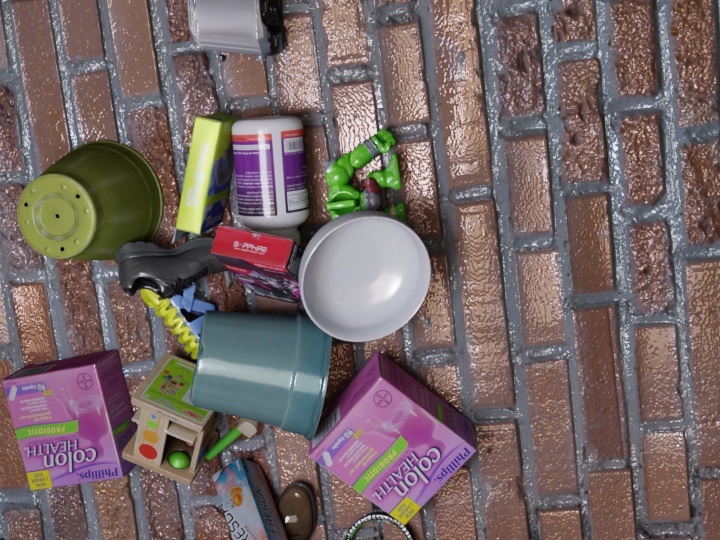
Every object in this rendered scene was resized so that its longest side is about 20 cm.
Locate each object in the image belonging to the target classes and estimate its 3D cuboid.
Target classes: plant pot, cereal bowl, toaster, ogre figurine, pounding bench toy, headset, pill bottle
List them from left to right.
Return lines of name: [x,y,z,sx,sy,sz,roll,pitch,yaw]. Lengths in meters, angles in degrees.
plant pot: [-0.440,-0.097,1.653,0.199,0.193,0.202,2,102,10]
pounding bench toy: [-0.268,0.262,1.710,0.199,0.124,0.157,21,125,6]
toaster: [-0.188,-0.419,1.585,0.128,0.114,0.202,2,103,12]
plant pot: [-0.158,0.149,1.621,0.195,0.200,0.202,10,103,-9]
pill bottle: [-0.139,-0.138,1.631,0.112,0.112,0.202,-1,101,11]
cereal bowl: [0.000,0.000,1.561,0.199,0.083,0.201,-6,114,-13]
ogre figurine: [0.007,-0.110,1.619,0.119,0.098,0.201,-7,112,0]
headset: [0.026,0.507,1.762,0.123,0.094,0.201,14,88,11]

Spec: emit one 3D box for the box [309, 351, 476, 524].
box: [0.049,0.266,1.655,0.200,0.097,0.176,38,105,-14]

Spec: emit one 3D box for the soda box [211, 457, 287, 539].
soda box: [-0.174,0.413,1.718,0.063,0.068,0.201,-35,57,14]

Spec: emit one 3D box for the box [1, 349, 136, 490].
box: [-0.488,0.254,1.781,0.175,0.097,0.201,-10,100,12]

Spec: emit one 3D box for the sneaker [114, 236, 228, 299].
sneaker: [-0.290,0.003,1.670,0.198,0.091,0.076,-7,145,-6]

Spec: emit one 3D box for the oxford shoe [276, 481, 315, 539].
oxford shoe: [-0.124,0.454,1.761,0.072,0.084,0.201,16,102,9]

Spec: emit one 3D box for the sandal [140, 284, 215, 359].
sandal: [-0.269,0.084,1.721,0.087,0.079,0.200,-41,105,-22]

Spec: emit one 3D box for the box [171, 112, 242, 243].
box: [-0.240,-0.143,1.643,0.047,0.122,0.201,15,103,6]

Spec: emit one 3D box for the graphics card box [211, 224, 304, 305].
graphics card box: [-0.134,-0.003,1.606,0.125,0.200,0.051,11,74,18]
